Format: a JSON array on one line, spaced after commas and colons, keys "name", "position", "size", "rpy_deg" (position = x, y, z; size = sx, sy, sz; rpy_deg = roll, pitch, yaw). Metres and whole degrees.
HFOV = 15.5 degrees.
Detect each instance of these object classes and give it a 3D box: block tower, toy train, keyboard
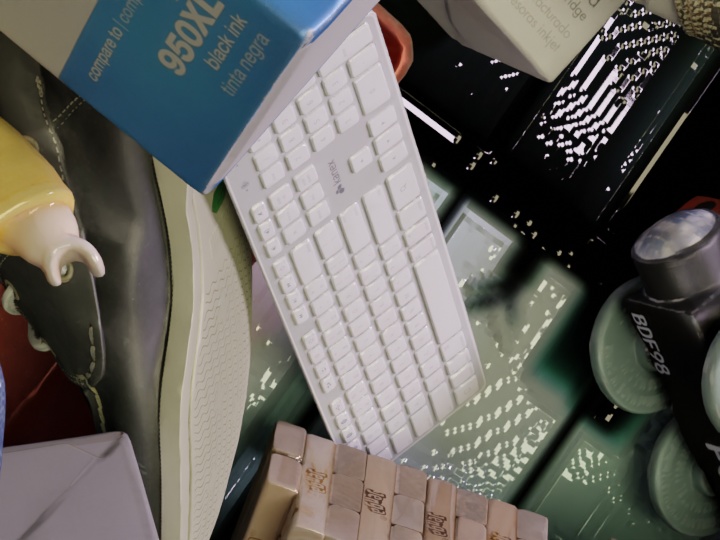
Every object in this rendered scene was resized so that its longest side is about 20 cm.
[{"name": "block tower", "position": [0.057, 0.113, 0.815], "size": [0.199, 0.054, 0.058], "rpy_deg": [19, 118, -6]}, {"name": "toy train", "position": [0.155, 0.052, 0.877], "size": [0.114, 0.085, 0.200], "rpy_deg": [-38, 115, -23]}, {"name": "keyboard", "position": [0.000, 0.000, 0.772], "size": [0.056, 0.011, 0.200], "rpy_deg": [-33, 147, -9]}]

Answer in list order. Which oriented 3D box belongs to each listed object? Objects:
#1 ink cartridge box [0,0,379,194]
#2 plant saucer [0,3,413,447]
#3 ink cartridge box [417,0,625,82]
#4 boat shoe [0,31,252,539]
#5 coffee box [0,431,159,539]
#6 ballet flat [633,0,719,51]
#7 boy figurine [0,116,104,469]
[{"name": "ink cartridge box", "position": [-0.064, -0.142, 0.645], "size": [0.200, 0.084, 0.145], "rpy_deg": [39, 58, 0]}, {"name": "plant saucer", "position": [-0.116, -0.050, 0.747], "size": [0.200, 0.037, 0.200], "rpy_deg": [40, 87, -29]}, {"name": "ink cartridge box", "position": [0.073, -0.170, 0.777], "size": [0.200, 0.067, 0.116], "rpy_deg": [-48, 117, -4]}, {"name": "boat shoe", "position": [-0.067, -0.003, 0.736], "size": [0.067, 0.072, 0.201], "rpy_deg": [3, 116, 13]}, {"name": "coffee box", "position": [-0.114, 0.148, 0.735], "size": [0.114, 0.080, 0.200], "rpy_deg": [-7, 133, -14]}, {"name": "ballet flat", "position": [0.069, -0.129, 0.721], "size": [0.075, 0.068, 0.200], "rpy_deg": [-21, 109, 7]}, {"name": "boy figurine", "position": [-0.126, -0.010, 0.651], "size": [0.124, 0.064, 0.201], "rpy_deg": [-5, 75, -14]}]
